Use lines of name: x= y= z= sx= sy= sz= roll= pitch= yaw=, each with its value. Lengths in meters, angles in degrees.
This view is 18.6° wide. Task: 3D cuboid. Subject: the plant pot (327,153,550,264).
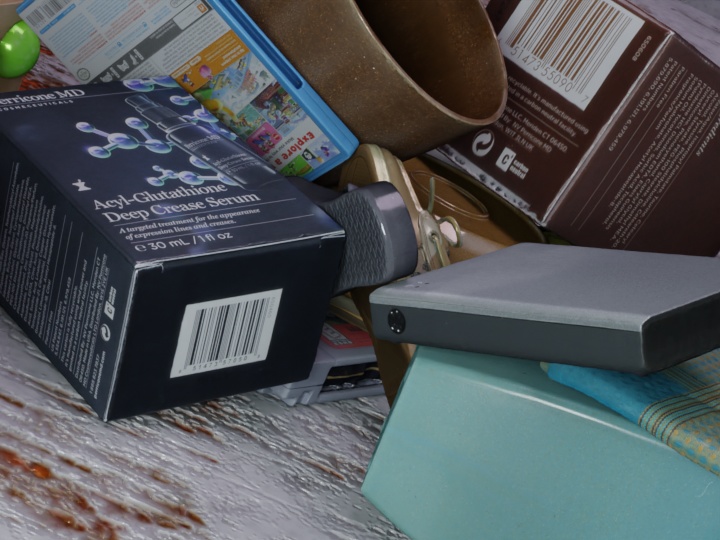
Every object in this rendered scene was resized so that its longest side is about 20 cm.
plant pot: x=0.058 y=-0.045 z=1.550 sx=0.199 sy=0.028 sz=0.200 roll=27 pitch=17 yaw=-9

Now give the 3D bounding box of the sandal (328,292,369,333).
sandal: x=0.000 y=0.000 z=1.435 sx=0.199 sy=0.054 sz=0.080 roll=19 pitch=20 yaw=-19

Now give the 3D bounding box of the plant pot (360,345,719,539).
plant pot: x=0.111 y=0.112 z=1.264 sx=0.199 sy=0.142 sz=0.141 roll=23 pitch=19 yaw=0

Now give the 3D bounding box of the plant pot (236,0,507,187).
plant pot: x=-0.037 y=-0.130 z=1.455 sx=0.187 sy=0.199 sz=0.188 roll=40 pitch=33 yaw=-33

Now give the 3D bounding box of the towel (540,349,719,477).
towel: x=0.211 y=0.086 z=1.201 sx=0.199 sy=0.022 sz=0.146 roll=33 pitch=25 yaw=32

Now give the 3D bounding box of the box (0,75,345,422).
box: x=-0.131 y=-0.019 z=1.297 sx=0.148 sy=0.108 sz=0.200 roll=-11 pitch=37 yaw=-38

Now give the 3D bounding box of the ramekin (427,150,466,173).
ramekin: x=0.043 y=-0.091 z=1.770 sx=0.199 sy=0.098 sz=0.201 roll=23 pitch=19 yaw=-8

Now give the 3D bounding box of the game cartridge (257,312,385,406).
game cartridge: x=-0.034 y=0.034 z=1.441 sx=0.133 sy=0.041 sz=0.199 roll=32 pitch=19 yaw=29

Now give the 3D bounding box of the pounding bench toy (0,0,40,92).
pounding bench toy: x=-0.286 y=-0.154 z=1.470 sx=0.155 sy=0.125 sz=0.200 roll=30 pitch=19 yaw=12

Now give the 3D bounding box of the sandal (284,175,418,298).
sandal: x=-0.006 y=-0.020 z=1.313 sx=0.043 sy=0.077 sz=0.200 roll=-18 pitch=11 yaw=-22

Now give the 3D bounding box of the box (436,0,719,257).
box: x=0.181 y=-0.104 z=1.620 sx=0.200 sy=0.165 sz=0.166 roll=28 pitch=8 yaw=-47

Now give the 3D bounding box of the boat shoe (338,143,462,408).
boat shoe: x=0.037 y=0.016 z=1.373 sx=0.062 sy=0.202 sz=0.073 roll=-13 pitch=-3 yaw=-25

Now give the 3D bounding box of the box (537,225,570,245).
box: x=0.187 y=0.048 z=1.628 sx=0.050 sy=0.076 sz=0.200 roll=5 pitch=27 yaw=-50

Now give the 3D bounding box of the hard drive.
hard drive: x=0.123 y=0.018 z=1.206 sx=0.139 sy=0.033 sz=0.199 roll=-16 pitch=15 yaw=-41

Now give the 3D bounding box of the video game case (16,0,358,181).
video game case: x=-0.111 y=-0.123 z=1.384 sx=0.200 sy=0.143 sz=0.018 roll=48 pitch=46 yaw=-13
